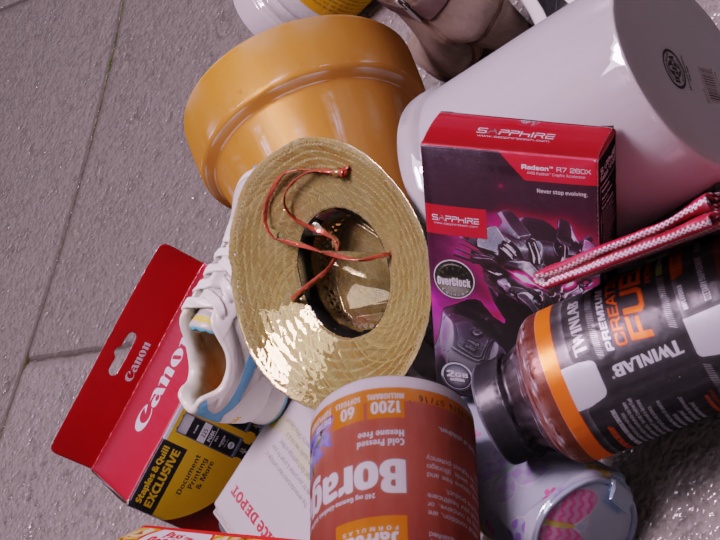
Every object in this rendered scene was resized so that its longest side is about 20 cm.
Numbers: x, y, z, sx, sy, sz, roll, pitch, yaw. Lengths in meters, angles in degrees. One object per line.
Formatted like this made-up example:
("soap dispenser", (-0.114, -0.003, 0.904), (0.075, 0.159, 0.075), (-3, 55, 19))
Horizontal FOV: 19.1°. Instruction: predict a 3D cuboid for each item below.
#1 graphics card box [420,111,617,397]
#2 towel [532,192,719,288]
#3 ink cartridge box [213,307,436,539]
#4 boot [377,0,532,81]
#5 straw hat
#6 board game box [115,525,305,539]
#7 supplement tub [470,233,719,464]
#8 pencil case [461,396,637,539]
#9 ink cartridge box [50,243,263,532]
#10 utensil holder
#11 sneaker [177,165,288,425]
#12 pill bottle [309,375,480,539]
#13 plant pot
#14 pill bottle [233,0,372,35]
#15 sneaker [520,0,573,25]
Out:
("graphics card box", (0.110, -0.004, 1.450), (0.125, 0.201, 0.051), (7, 32, 19))
("towel", (0.219, -0.032, 1.367), (0.144, 0.200, 0.023), (-24, 84, 42))
("ink cartridge box", (-0.008, 0.145, 1.629), (0.200, 0.083, 0.145), (-56, 33, 8))
("boot", (0.055, -0.215, 1.750), (0.200, 0.146, 0.070), (5, 72, 56))
("straw hat", (0.000, 0.000, 1.571), (0.201, 0.085, 0.202), (3, 94, 38))
("board game box", (-0.087, 0.270, 1.564), (0.200, 0.046, 0.152), (0, 105, 39))
("supplement tub", (0.174, 0.057, 1.373), (0.200, 0.107, 0.107), (-25, 45, 18))
("pencil case", (0.107, 0.142, 1.473), (0.091, 0.083, 0.200), (-37, 31, -10))
("ink cartridge box", (-0.125, 0.105, 1.735), (0.084, 0.175, 0.200), (28, 90, 58))
("utensil holder", (0.152, -0.096, 1.508), (0.200, 0.170, 0.170), (-32, 43, 36))
("sneaker", (-0.089, 0.019, 1.633), (0.076, 0.081, 0.201), (9, 93, 47))
("pill bottle", (0.023, 0.177, 1.381), (0.112, 0.112, 0.200), (-34, 42, 36))
("plant pot", (-0.023, -0.073, 1.732), (0.200, 0.200, 0.184), (-41, 54, 29))
("pill bottle", (-0.022, -0.291, 1.944), (0.200, 0.113, 0.113), (-40, 38, 30))
("sneaker", (0.175, -0.243, 1.683), (0.112, 0.073, 0.200), (-44, 44, 20))
